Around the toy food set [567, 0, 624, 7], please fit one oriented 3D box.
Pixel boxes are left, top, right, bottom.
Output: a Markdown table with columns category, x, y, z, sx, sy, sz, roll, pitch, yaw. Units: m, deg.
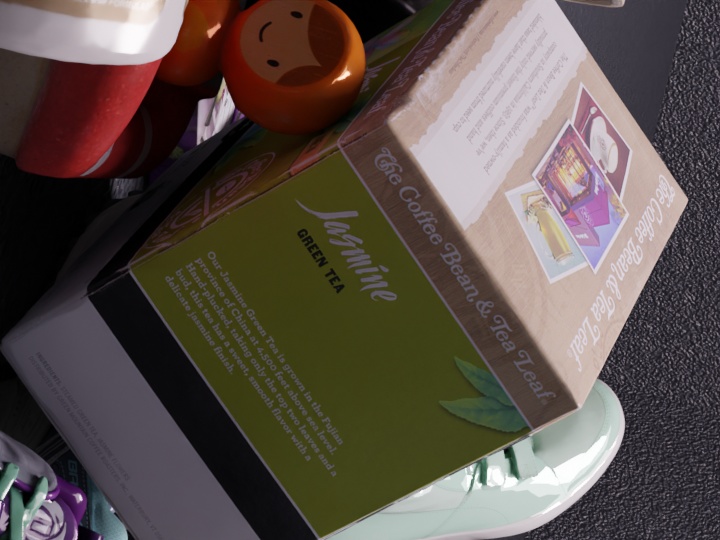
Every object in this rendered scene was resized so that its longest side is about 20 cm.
| category | x | y | z | sx | sy | sz | roll | pitch | yaw |
| --- | --- | --- | --- | --- | --- | --- | --- | --- | --- |
| toy food set | 0.095 | -0.193 | 1.219 | 0.200 | 0.060 | 0.144 | 10 | 94 | -83 |

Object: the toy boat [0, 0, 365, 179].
| category | x | y | z | sx | sy | sz | roll | pitch | yaw |
| --- | --- | --- | --- | --- | --- | --- | --- | --- | --- |
| toy boat | -0.061 | -0.087 | 1.061 | 0.200 | 0.131 | 0.131 | -10 | 118 | -79 |

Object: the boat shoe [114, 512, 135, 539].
| category | x | y | z | sx | sy | sz | roll | pitch | yaw |
| --- | --- | --- | --- | --- | --- | --- | --- | --- | --- |
| boat shoe | -0.087 | 0.106 | 1.252 | 0.093 | 0.075 | 0.200 | -46 | -154 | 15 |

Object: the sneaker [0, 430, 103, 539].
| category | x | y | z | sx | sy | sz | roll | pitch | yaw |
| --- | --- | --- | --- | --- | --- | --- | --- | --- | --- |
| sneaker | -0.143 | 0.070 | 1.021 | 0.200 | 0.087 | 0.074 | 41 | 68 | -80 |

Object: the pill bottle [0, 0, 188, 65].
| category | x | y | z | sx | sy | sz | roll | pitch | yaw |
| --- | --- | --- | --- | --- | --- | --- | --- | --- | --- |
| pill bottle | -0.082 | -0.169 | 0.848 | 0.111 | 0.111 | 0.200 | -37 | 144 | -74 |

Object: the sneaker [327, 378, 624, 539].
| category | x | y | z | sx | sy | sz | roll | pitch | yaw |
| --- | --- | --- | --- | --- | --- | --- | --- | --- | --- |
| sneaker | 0.055 | 0.080 | 1.444 | 0.200 | 0.074 | 0.118 | -19 | 152 | -24 |

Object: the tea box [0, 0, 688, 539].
| category | x | y | z | sx | sy | sz | roll | pitch | yaw |
| --- | --- | --- | --- | --- | --- | --- | --- | --- | --- |
| tea box | 0.000 | 0.000 | 1.159 | 0.197 | 0.134 | 0.200 | -28 | -168 | 27 |

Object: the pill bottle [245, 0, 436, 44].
| category | x | y | z | sx | sy | sz | roll | pitch | yaw |
| --- | --- | --- | --- | --- | --- | --- | --- | --- | --- |
| pill bottle | 0.023 | -0.159 | 1.314 | 0.112 | 0.112 | 0.200 | 96 | 13 | -51 |

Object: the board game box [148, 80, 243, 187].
| category | x | y | z | sx | sy | sz | roll | pitch | yaw |
| --- | --- | --- | --- | --- | --- | --- | --- | --- | --- |
| board game box | -0.060 | -0.129 | 1.308 | 0.200 | 0.032 | 0.120 | 96 | 11 | -51 |

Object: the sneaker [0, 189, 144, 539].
| category | x | y | z | sx | sy | sz | roll | pitch | yaw |
| --- | --- | --- | --- | --- | --- | --- | --- | --- | --- |
| sneaker | -0.100 | 0.053 | 1.235 | 0.078 | 0.086 | 0.200 | 95 | 16 | -53 |
